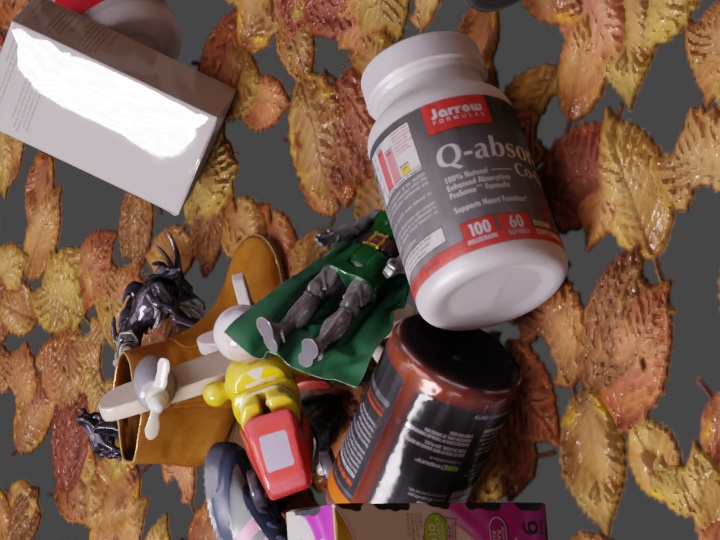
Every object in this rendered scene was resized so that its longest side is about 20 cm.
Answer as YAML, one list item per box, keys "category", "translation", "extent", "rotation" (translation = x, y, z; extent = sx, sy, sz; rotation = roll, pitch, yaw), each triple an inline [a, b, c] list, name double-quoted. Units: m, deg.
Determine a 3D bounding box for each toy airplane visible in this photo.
- category: "toy airplane"
  translation: [-0.080, 0.070, 1.727]
  extent: [0.198, 0.200, 0.141]
  rotation: [20, 147, 30]

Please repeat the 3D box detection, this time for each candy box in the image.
- category: "candy box"
  translation: [0.046, 0.233, 1.553]
  extent: [0.061, 0.199, 0.137]
  rotation: [-18, 73, 51]

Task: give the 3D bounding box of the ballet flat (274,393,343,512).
- category: "ballet flat"
  translation: [-0.071, 0.169, 1.850]
  extent: [0.067, 0.057, 0.200]
  rotation: [52, 137, 7]

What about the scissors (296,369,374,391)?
- category: "scissors"
  translation: [-0.021, 0.091, 1.782]
  extent: [0.073, 0.014, 0.200]
  rotation: [-49, 38, -17]

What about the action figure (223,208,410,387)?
- category: "action figure"
  translation: [0.000, 0.000, 1.666]
  extent: [0.118, 0.200, 0.055]
  rotation: [24, 137, 22]

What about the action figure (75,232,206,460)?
- category: "action figure"
  translation: [-0.177, 0.073, 1.949]
  extent: [0.119, 0.102, 0.201]
  rotation: [-27, 39, 57]

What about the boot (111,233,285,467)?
- category: "boot"
  translation: [-0.138, 0.066, 1.856]
  extent: [0.071, 0.144, 0.202]
  rotation: [3, 89, 52]

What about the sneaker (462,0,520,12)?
- category: "sneaker"
  translation: [0.120, -0.289, 1.626]
  extent: [0.087, 0.073, 0.201]
  rotation: [42, 113, 58]

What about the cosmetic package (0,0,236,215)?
- category: "cosmetic package"
  translation: [-0.224, -0.146, 1.940]
  extent: [0.108, 0.199, 0.085]
  rotation: [-62, 4, 26]

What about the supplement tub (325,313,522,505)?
- category: "supplement tub"
  translation: [0.038, 0.139, 1.647]
  extent: [0.107, 0.107, 0.201]
  rotation: [50, 126, 42]

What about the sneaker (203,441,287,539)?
- category: "sneaker"
  translation: [-0.064, 0.228, 1.791]
  extent: [0.082, 0.070, 0.201]
  rotation: [-18, 93, 28]

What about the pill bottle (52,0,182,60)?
- category: "pill bottle"
  translation: [-0.250, -0.262, 2.059]
  extent: [0.112, 0.112, 0.200]
  rotation: [-57, 46, 32]

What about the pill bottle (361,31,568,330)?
- category: "pill bottle"
  translation: [0.071, -0.067, 1.618]
  extent: [0.116, 0.115, 0.201]
  rotation: [-43, 55, 42]
